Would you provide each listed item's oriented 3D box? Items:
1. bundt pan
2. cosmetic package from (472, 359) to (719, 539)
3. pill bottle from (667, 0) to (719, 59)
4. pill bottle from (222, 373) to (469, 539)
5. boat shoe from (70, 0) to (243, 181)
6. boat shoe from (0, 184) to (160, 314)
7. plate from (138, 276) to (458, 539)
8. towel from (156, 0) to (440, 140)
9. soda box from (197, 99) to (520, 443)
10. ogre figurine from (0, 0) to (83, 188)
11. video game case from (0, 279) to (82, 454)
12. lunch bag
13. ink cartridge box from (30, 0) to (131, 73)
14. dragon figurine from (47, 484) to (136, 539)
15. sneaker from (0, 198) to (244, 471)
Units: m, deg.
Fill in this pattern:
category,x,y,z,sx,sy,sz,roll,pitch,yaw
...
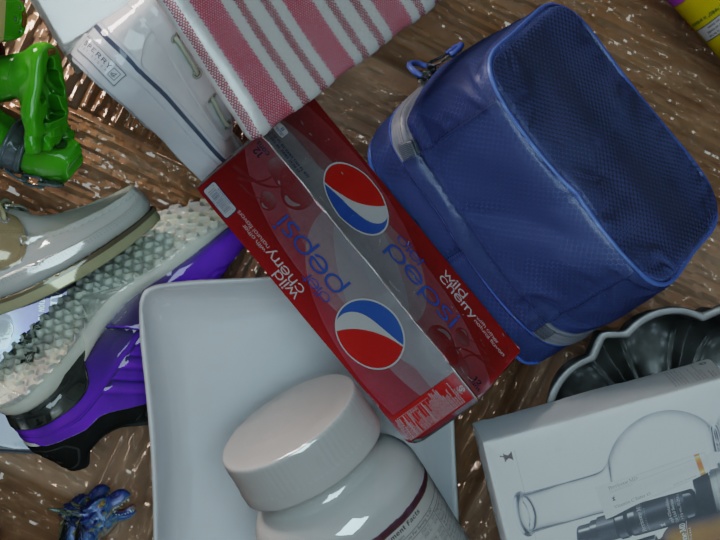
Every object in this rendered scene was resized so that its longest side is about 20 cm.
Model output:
category,x,y,z,sx,sy,sz,roll,pitch,yaw
bundt pan,0.195,0.112,1.399,0.201,0.076,0.203,-1,101,-6
cosmetic package,0.163,0.170,1.343,0.150,0.052,0.201,-15,102,-1
pill bottle,0.281,-0.144,1.398,0.104,0.104,0.200,-42,93,-3
pill bottle,0.006,0.168,1.341,0.109,0.110,0.200,-33,110,-3
boat shoe,-0.098,-0.103,1.327,0.067,0.200,0.074,-45,70,1
boat shoe,-0.221,-0.010,1.361,0.199,0.075,0.069,-26,98,-2
plate,-0.038,0.095,1.387,0.199,0.032,0.201,-6,102,-19
towel,-0.039,-0.181,1.293,0.200,0.030,0.147,-40,103,-34
soda box,0.000,0.000,1.320,0.063,0.070,0.200,-37,93,35
ogre figurine,-0.246,-0.131,1.338,0.119,0.200,0.098,7,71,27
video game case,-0.275,0.039,1.404,0.199,0.019,0.144,4,91,-5
lunch bag,0.099,-0.053,1.359,0.132,0.136,0.200,-37,92,38
ink cartridge box,-0.189,-0.228,1.344,0.084,0.146,0.200,-31,93,-3
dragon figurine,-0.197,0.222,1.390,0.099,0.059,0.200,45,87,-3
sneaker,-0.134,0.044,1.394,0.200,0.070,0.100,-43,120,-16
